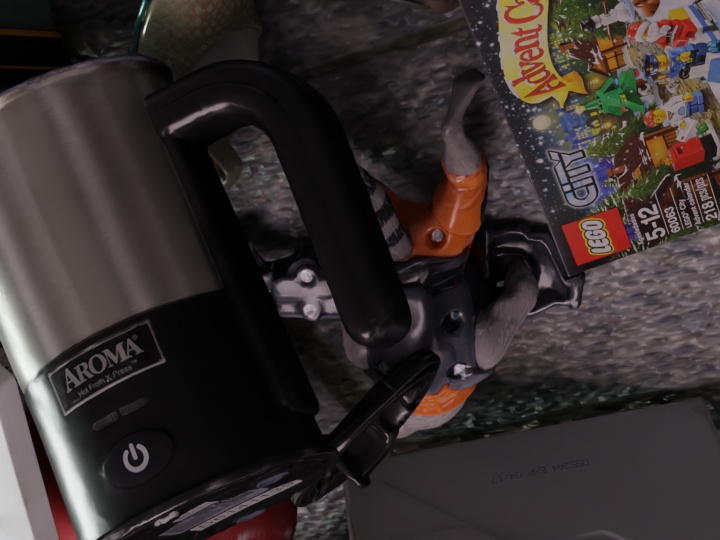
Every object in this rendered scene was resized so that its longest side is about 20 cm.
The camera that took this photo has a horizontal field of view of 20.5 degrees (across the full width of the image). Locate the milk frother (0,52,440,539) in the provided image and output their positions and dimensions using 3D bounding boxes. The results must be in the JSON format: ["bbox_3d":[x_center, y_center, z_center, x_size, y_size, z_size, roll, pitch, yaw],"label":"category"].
[{"bbox_3d":[-0.068,0.017,0.884,0.179,0.189,0.200,-23,167,-3],"label":"milk frother"}]

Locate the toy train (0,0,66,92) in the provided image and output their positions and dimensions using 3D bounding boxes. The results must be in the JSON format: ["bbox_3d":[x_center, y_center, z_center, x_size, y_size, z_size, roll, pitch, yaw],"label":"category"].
[{"bbox_3d":[-0.214,-0.068,0.978,0.085,0.115,0.199,-2,168,-44],"label":"toy train"}]

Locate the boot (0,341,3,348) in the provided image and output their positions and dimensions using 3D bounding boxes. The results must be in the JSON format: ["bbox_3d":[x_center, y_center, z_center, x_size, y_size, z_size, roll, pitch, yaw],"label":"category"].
[{"bbox_3d":[-0.164,0.020,1.022,0.145,0.071,0.200,-2,164,-20],"label":"boot"}]

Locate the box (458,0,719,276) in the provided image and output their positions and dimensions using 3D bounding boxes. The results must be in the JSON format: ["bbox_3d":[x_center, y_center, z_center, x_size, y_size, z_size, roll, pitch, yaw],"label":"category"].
[{"bbox_3d":[0.119,-0.098,0.823,0.136,0.038,0.201,-20,131,8],"label":"box"}]

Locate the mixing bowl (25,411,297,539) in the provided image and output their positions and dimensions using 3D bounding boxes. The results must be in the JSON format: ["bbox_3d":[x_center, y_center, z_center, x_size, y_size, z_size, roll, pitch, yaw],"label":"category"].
[{"bbox_3d":[-0.107,0.133,1.055,0.109,0.199,0.200,57,144,19],"label":"mixing bowl"}]

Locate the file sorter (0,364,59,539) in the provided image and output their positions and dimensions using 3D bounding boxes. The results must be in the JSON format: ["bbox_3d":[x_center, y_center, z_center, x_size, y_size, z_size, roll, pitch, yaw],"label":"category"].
[{"bbox_3d":[-0.255,0.079,0.929,0.199,0.124,0.139,34,147,31],"label":"file sorter"}]

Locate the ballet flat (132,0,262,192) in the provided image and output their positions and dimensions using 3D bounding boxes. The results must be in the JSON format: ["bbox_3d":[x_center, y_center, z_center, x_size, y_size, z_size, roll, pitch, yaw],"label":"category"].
[{"bbox_3d":[-0.073,-0.079,0.935,0.062,0.067,0.200,45,151,13],"label":"ballet flat"}]

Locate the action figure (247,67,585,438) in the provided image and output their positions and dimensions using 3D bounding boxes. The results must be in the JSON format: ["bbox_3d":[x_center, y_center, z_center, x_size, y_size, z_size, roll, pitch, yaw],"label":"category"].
[{"bbox_3d":[0.000,0.000,0.971,0.198,0.105,0.195,-6,123,19],"label":"action figure"}]

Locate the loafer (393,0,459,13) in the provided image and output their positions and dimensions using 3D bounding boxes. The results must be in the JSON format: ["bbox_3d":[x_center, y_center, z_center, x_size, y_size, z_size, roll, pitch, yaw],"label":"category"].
[{"bbox_3d":[-0.043,-0.151,0.844,0.198,0.072,0.063,15,147,2],"label":"loafer"}]

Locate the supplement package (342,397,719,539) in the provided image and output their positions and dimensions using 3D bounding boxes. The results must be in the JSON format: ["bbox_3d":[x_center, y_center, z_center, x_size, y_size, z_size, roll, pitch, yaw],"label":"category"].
[{"bbox_3d":[0.103,0.174,1.026,0.198,0.156,0.111,-10,133,-5],"label":"supplement package"}]

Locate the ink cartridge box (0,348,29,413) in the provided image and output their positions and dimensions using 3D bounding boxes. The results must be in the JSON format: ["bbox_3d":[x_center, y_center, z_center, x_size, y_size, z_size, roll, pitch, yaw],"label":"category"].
[{"bbox_3d":[-0.226,0.104,1.136,0.083,0.145,0.201,12,143,35],"label":"ink cartridge box"}]
